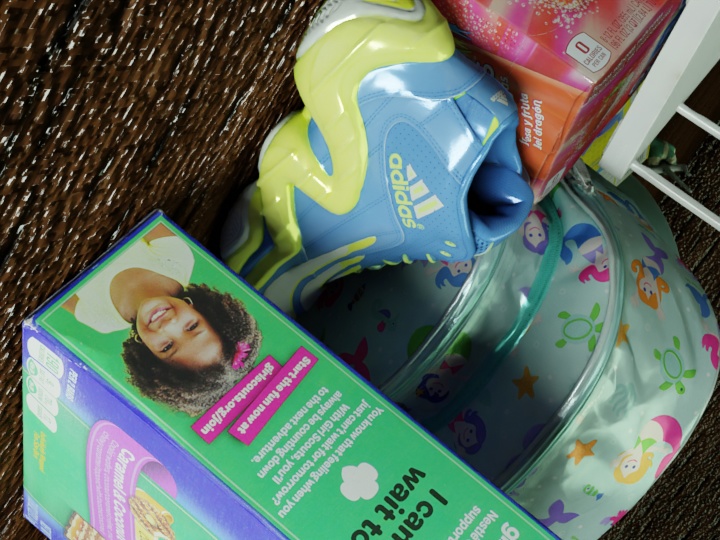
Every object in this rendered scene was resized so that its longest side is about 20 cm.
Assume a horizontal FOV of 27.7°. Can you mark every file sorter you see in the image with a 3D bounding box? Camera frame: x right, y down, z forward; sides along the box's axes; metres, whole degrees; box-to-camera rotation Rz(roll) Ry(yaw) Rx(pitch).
[{"bbox_3d":[0.226,-0.111,0.658,0.200,0.124,0.139,-46,167,-32],"label":"file sorter"}]

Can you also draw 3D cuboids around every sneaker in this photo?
[{"bbox_3d":[0.006,-0.021,0.598,0.076,0.105,0.200,-44,165,-35],"label":"sneaker"}]

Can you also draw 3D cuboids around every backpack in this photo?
[{"bbox_3d":[0.064,0.029,0.688,0.150,0.200,0.178,28,109,-36],"label":"backpack"}]

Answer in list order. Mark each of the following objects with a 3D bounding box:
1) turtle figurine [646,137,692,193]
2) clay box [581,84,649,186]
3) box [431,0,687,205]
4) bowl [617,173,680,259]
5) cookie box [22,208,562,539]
[{"bbox_3d":[0.165,-0.071,1.091,0.149,0.101,0.200,-30,179,-16],"label":"turtle figurine"},{"bbox_3d":[0.116,-0.107,0.792,0.115,0.047,0.201,-40,149,-25],"label":"clay box"},{"bbox_3d":[0.101,-0.140,0.629,0.200,0.099,0.096,-47,167,-27],"label":"box"},{"bbox_3d":[0.095,0.020,0.929,0.105,0.201,0.201,1,131,-42],"label":"bowl"},{"bbox_3d":[-0.034,0.101,0.560,0.075,0.200,0.172,-45,166,-32],"label":"cookie box"}]
